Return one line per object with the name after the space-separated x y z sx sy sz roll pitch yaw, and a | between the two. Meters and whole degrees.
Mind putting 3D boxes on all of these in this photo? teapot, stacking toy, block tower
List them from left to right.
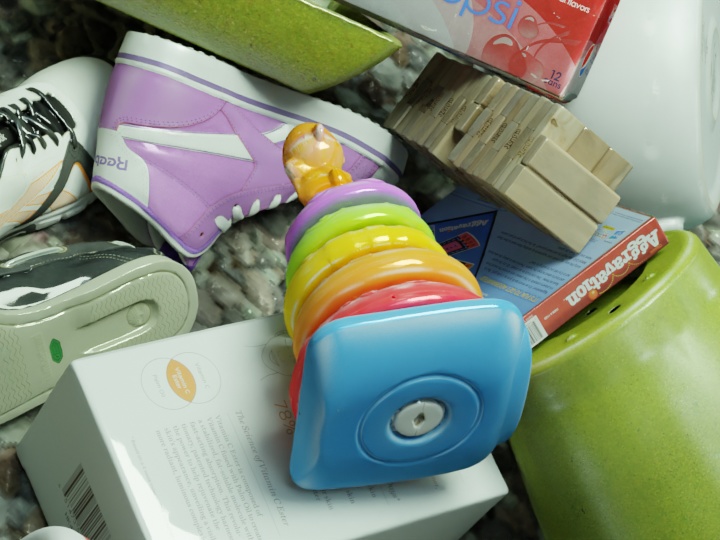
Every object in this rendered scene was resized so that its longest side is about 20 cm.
0.000 0.000 1.102 0.109 0.116 0.200 -7 46 -16 | stacking toy
0.076 -0.065 1.195 0.058 0.200 0.054 38 91 -23 | block tower
0.137 -0.111 1.334 0.145 0.198 0.200 0 28 15 | teapot

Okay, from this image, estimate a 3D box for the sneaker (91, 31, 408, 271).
-0.065 -0.049 1.246 0.200 0.072 0.115 17 87 -38 | sneaker

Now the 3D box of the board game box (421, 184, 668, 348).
0.072 -0.007 1.189 0.103 0.200 0.019 -36 110 -12 | board game box

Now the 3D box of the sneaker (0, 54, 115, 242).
-0.179 -0.057 1.173 0.074 0.080 0.200 40 49 3 | sneaker

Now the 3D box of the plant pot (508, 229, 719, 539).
0.163 0.091 1.146 0.200 0.200 0.193 -42 103 -40 | plant pot

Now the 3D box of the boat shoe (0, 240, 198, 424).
-0.183 0.031 1.135 0.199 0.072 0.068 -17 32 -28 | boat shoe

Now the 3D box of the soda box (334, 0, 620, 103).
0.037 -0.161 1.230 0.199 0.070 0.063 25 5 9 | soda box

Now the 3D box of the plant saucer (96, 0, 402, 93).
-0.089 -0.155 1.249 0.199 0.048 0.200 23 8 -13 | plant saucer

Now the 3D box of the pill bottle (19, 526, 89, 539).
-0.090 0.212 1.005 0.200 0.116 0.116 38 48 -20 | pill bottle

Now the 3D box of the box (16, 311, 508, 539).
-0.049 0.099 1.128 0.199 0.098 0.125 -12 66 -32 | box
